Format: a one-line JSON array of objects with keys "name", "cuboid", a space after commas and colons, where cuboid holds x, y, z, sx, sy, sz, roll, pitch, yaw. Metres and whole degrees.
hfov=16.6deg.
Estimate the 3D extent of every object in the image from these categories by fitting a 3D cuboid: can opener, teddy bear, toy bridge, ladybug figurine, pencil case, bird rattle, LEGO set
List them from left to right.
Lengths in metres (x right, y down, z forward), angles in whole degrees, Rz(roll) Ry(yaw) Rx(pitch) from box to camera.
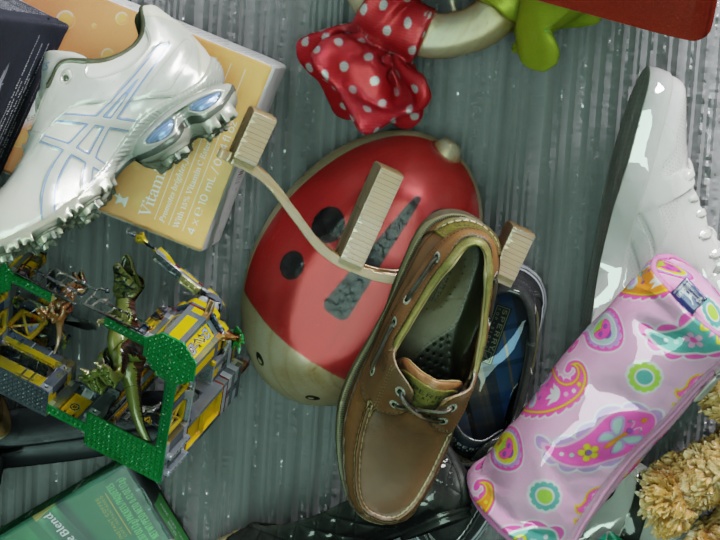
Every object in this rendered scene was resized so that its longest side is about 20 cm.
[{"name": "can opener", "cuboid": [-0.212, 0.111, 1.607, 0.199, 0.063, 0.079, -10, 73, -3]}, {"name": "LEGO set", "cuboid": [-0.149, 0.027, 1.536, 0.199, 0.116, 0.154, 19, 131, 21]}, {"name": "ladybug figurine", "cuboid": [0.000, 0.000, 1.559, 0.135, 0.072, 0.201, 32, 101, -1]}, {"name": "toy bridge", "cuboid": [0.004, -0.032, 1.494, 0.199, 0.027, 0.067, 23, 97, -13]}, {"name": "bird rattle", "cuboid": [0.050, -0.178, 1.530, 0.199, 0.113, 0.164, -15, 87, 20]}, {"name": "pencil case", "cuboid": [0.152, 0.083, 1.500, 0.087, 0.087, 0.200, 39, 107, -3]}, {"name": "teddy bear", "cuboid": [0.263, 0.115, 1.535, 0.199, 0.067, 0.146, -24, 97, -8]}]

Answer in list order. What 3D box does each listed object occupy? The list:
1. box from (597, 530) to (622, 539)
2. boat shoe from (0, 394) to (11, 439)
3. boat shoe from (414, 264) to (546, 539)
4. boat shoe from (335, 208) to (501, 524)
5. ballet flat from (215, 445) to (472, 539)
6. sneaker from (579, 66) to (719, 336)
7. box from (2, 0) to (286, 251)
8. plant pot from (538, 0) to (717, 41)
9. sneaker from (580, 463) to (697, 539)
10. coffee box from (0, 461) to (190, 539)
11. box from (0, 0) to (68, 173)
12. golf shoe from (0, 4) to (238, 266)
[{"name": "box", "cuboid": [0.177, 0.254, 1.565, 0.117, 0.048, 0.200, -41, 130, 10]}, {"name": "boat shoe", "cuboid": [-0.302, 0.047, 1.580, 0.065, 0.073, 0.200, -46, 71, 11]}, {"name": "boat shoe", "cuboid": [0.074, 0.094, 1.572, 0.070, 0.066, 0.201, 20, 102, 2]}, {"name": "boat shoe", "cuboid": [0.033, 0.063, 1.471, 0.072, 0.068, 0.201, 11, 101, -11]}, {"name": "ballet flat", "cuboid": [-0.015, 0.157, 1.582, 0.199, 0.066, 0.057, -20, 80, 27]}, {"name": "sneaker", "cuboid": [0.208, -0.024, 1.542, 0.115, 0.074, 0.201, 9, 109, 0]}, {"name": "box", "cuboid": [-0.162, -0.108, 1.536, 0.199, 0.097, 0.125, 21, 96, 1]}, {"name": "plant pot", "cuboid": [0.136, -0.281, 1.400, 0.199, 0.176, 0.201, 15, 62, 2]}, {"name": "sneaker", "cuboid": [0.121, 0.194, 1.590, 0.200, 0.074, 0.080, -34, 92, 1]}, {"name": "coffee box", "cuboid": [-0.203, 0.220, 1.630, 0.199, 0.044, 0.123, -29, 97, 9]}, {"name": "box", "cuboid": [-0.258, -0.099, 1.391, 0.104, 0.200, 0.149, 26, 95, 4]}, {"name": "golf shoe", "cuboid": [-0.172, -0.076, 1.443, 0.200, 0.078, 0.097, -36, 93, -15]}]
